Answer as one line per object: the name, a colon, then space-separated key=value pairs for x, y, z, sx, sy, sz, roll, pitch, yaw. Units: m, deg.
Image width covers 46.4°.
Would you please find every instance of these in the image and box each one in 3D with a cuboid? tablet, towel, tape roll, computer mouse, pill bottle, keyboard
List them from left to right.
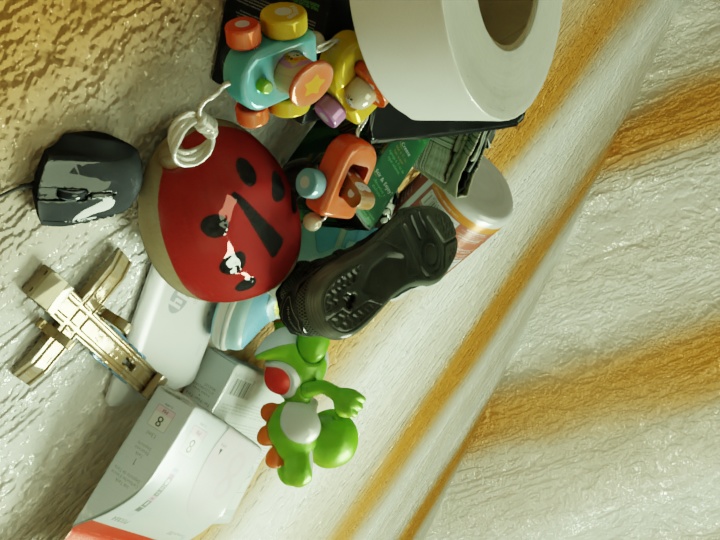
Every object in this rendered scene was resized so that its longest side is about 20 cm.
computer mouse: x=-0.198 y=-0.045 z=0.505 sx=0.200 sy=0.034 sz=0.059 roll=-29 pitch=142 yaw=-58
tablet: x=-0.151 y=0.020 z=0.737 sx=0.130 sy=0.014 sz=0.202 roll=-7 pitch=120 yaw=-67
pill bottle: x=0.081 y=-0.049 z=1.011 sx=0.200 sy=0.112 sz=0.112 roll=-43 pitch=177 yaw=41
towel: x=0.085 y=-0.193 z=0.857 sx=0.034 sy=0.200 sz=0.194 roll=13 pitch=107 yaw=-30
keyboard: x=0.083 y=-0.176 z=0.707 sx=0.199 sy=0.021 sz=0.128 roll=-14 pitch=125 yaw=-39
tape roll: x=0.073 y=-0.206 z=0.580 sx=0.202 sy=0.070 sz=0.205 roll=-16 pitch=110 yaw=-53

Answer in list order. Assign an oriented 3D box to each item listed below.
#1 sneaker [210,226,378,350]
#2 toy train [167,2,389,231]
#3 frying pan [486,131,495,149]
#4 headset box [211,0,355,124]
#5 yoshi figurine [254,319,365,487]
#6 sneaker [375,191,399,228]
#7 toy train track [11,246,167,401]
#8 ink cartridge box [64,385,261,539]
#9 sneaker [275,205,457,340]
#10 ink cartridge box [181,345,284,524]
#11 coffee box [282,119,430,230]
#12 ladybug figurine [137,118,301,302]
sneaker: x=-0.046 y=0.014 z=0.808 sx=0.201 sy=0.130 sz=0.080 roll=-57 pitch=167 yaw=-26
toy train: x=-0.030 y=-0.096 z=0.585 sx=0.199 sy=0.055 sz=0.151 roll=11 pitch=110 yaw=-55
frying pan: x=0.119 y=-0.231 z=1.023 sx=0.031 sy=0.115 sz=0.191 roll=-31 pitch=125 yaw=2
headset box: x=-0.016 y=-0.223 z=0.657 sx=0.174 sy=0.092 sz=0.202 roll=-30 pitch=142 yaw=-56
yoshi figurine: x=-0.046 y=0.124 z=0.886 sx=0.112 sy=0.110 sz=0.203 roll=43 pitch=48 yaw=-79
sneaker: x=0.010 y=-0.047 z=0.958 sx=0.201 sy=0.079 sz=0.071 roll=-60 pitch=160 yaw=-10
toy train track: x=-0.189 y=0.059 z=0.640 sx=0.115 sy=0.032 sz=0.201 roll=-54 pitch=155 yaw=-18
ink cartridge box: x=-0.181 y=0.218 z=0.744 sx=0.201 sy=0.057 sz=0.163 roll=-63 pitch=157 yaw=-16
sneaker: x=0.000 y=0.000 z=0.757 sx=0.199 sy=0.114 sz=0.077 roll=-35 pitch=109 yaw=-38
ink cartridge box: x=-0.150 y=0.183 z=0.898 sx=0.175 sy=0.043 sz=0.200 roll=-61 pitch=160 yaw=-7
coffee box: x=0.006 y=-0.127 z=0.783 sx=0.201 sy=0.122 sz=0.044 roll=-57 pitch=130 yaw=-23
ladybug figurine: x=-0.101 y=-0.039 z=0.664 sx=0.137 sy=0.071 sz=0.200 roll=-62 pitch=156 yaw=-11
